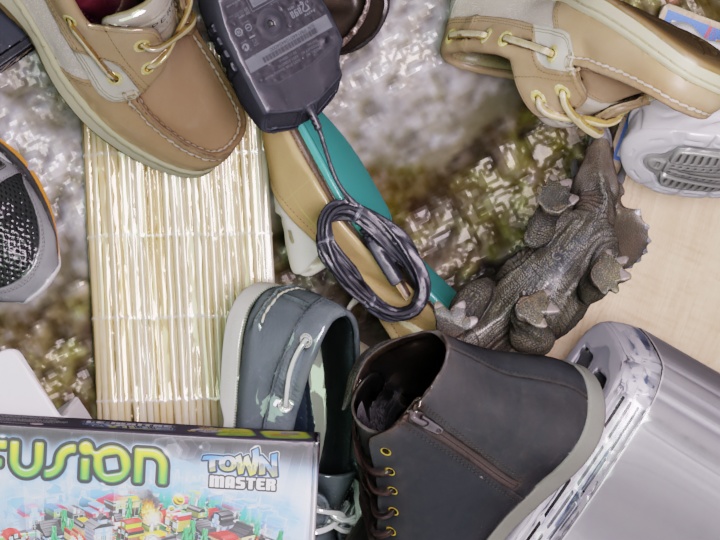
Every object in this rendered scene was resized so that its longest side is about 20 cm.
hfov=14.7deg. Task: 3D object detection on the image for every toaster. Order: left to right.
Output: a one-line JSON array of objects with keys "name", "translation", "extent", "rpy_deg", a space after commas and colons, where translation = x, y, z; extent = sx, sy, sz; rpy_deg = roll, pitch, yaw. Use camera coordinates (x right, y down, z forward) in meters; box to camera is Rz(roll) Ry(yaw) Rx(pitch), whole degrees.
[{"name": "toaster", "translation": [0.140, 0.116, 1.369], "extent": [0.129, 0.114, 0.201], "rpy_deg": [31, 102, -15]}]

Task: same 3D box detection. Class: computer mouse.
[{"name": "computer mouse", "translation": [-0.023, -0.065, 1.349], "extent": [0.058, 0.034, 0.201], "rpy_deg": [-28, 98, -24]}]

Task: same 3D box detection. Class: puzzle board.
[{"name": "puzzle board", "translation": [0.189, -0.017, 1.428], "extent": [0.150, 0.017, 0.201], "rpy_deg": [20, 92, -2]}]

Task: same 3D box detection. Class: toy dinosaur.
[{"name": "toy dinosaur", "translation": [0.079, 0.016, 1.346], "extent": [0.077, 0.102, 0.200], "rpy_deg": [40, 79, 13]}]

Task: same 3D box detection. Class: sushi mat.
[{"name": "sushi mat", "translation": [-0.092, -0.017, 1.418], "extent": [0.095, 0.012, 0.202], "rpy_deg": [-3, 93, -3]}]

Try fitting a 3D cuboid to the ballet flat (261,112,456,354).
[{"name": "ballet flat", "translation": [0.000, 0.000, 1.399], "extent": [0.063, 0.069, 0.200], "rpy_deg": [-38, 92, 18]}]

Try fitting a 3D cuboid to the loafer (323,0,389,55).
[{"name": "loafer", "translation": [-0.076, -0.166, 1.371], "extent": [0.199, 0.071, 0.073], "rpy_deg": [32, 108, -7]}]

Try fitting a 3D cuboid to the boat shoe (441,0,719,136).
[{"name": "boat shoe", "translation": [0.106, -0.099, 1.334], "extent": [0.074, 0.200, 0.067], "rpy_deg": [22, 96, -32]}]

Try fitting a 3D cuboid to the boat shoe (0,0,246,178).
[{"name": "boat shoe", "translation": [-0.117, -0.122, 1.339], "extent": [0.200, 0.066, 0.074], "rpy_deg": [46, 54, -28]}]

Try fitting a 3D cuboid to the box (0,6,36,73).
[{"name": "box", "translation": [-0.239, -0.172, 1.344], "extent": [0.200, 0.043, 0.160], "rpy_deg": [53, 49, -3]}]

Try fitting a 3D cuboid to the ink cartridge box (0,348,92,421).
[{"name": "ink cartridge box", "translation": [-0.158, 0.145, 1.394], "extent": [0.115, 0.067, 0.201], "rpy_deg": [-32, 94, 4]}]

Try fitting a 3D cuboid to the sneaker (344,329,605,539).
[{"name": "sneaker", "translation": [0.014, 0.103, 1.315], "extent": [0.106, 0.075, 0.200], "rpy_deg": [21, 120, -35]}]

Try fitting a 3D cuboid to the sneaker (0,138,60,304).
[{"name": "sneaker", "translation": [-0.227, -0.060, 1.379], "extent": [0.078, 0.077, 0.200], "rpy_deg": [-44, 95, -1]}]

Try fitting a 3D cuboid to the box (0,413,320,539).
[{"name": "box", "translation": [-0.121, 0.128, 1.341], "extent": [0.198, 0.035, 0.111], "rpy_deg": [3, 95, 0]}]

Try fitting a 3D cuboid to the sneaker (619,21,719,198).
[{"name": "sneaker", "translation": [0.226, -0.083, 1.382], "extent": [0.198, 0.078, 0.100], "rpy_deg": [10, 64, -15]}]

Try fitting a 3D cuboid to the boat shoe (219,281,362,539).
[{"name": "boat shoe", "translation": [-0.030, 0.108, 1.385], "extent": [0.061, 0.073, 0.202], "rpy_deg": [5, 98, 37]}]
